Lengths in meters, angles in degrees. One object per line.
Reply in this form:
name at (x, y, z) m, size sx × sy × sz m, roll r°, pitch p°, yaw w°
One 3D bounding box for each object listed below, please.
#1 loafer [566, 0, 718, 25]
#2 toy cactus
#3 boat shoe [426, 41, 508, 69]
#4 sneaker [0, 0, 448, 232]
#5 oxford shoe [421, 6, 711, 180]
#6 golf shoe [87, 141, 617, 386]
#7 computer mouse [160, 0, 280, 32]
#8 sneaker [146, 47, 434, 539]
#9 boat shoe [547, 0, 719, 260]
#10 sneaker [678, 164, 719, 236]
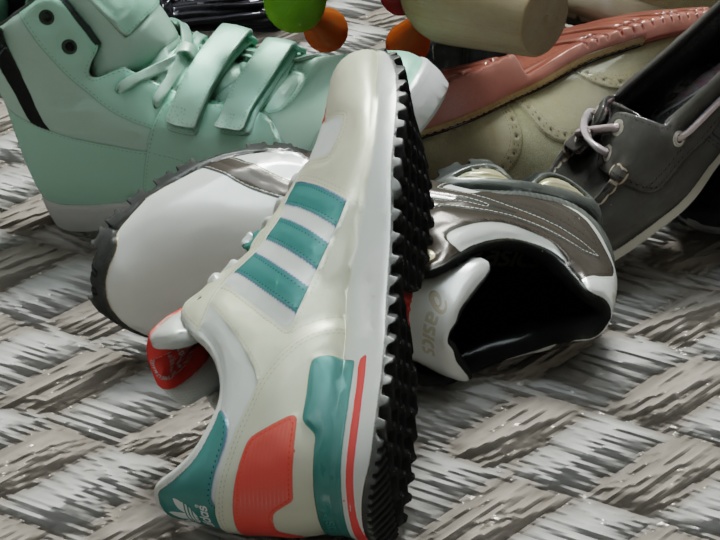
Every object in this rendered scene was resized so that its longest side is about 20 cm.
loafer at (0.160, -0.137, 1.386) m, size 0.075 × 0.069 × 0.200 m, roll 20°, pitch 12°, yaw 34°
toy cactus at (0.016, -0.131, 1.201) m, size 0.165 × 0.103 × 0.200 m, roll 24°, pitch -9°, yaw 35°
boat shoe at (0.059, -0.108, 1.367) m, size 0.074 × 0.067 × 0.199 m, roll 4°, pitch 23°, yaw 13°
sneaker at (-0.069, -0.082, 1.173) m, size 0.199 × 0.119 × 0.074 m, roll -9°, pitch 34°, yaw 33°
oxford shoe at (0.090, -0.063, 1.259) m, size 0.199 × 0.074 × 0.071 m, roll -20°, pitch 7°, yaw -27°
golf shoe at (0.000, 0.000, 1.098) m, size 0.199 × 0.078 × 0.095 m, roll -5°, pitch 23°, yaw -9°
computer mouse at (-0.093, -0.150, 1.507) m, size 0.139 × 0.046 × 0.200 m, roll -4°, pitch 28°, yaw 4°
sneaker at (-0.027, 0.004, 1.023) m, size 0.093 × 0.070 × 0.201 m, roll -3°, pitch 55°, yaw 9°
boat shoe at (0.131, -0.073, 1.185) m, size 0.200 × 0.057 × 0.067 m, roll -38°, pitch 27°, yaw -6°
sneaker at (0.205, -0.027, 1.198) m, size 0.083 × 0.072 × 0.200 m, roll 37°, pitch -17°, yaw -33°
